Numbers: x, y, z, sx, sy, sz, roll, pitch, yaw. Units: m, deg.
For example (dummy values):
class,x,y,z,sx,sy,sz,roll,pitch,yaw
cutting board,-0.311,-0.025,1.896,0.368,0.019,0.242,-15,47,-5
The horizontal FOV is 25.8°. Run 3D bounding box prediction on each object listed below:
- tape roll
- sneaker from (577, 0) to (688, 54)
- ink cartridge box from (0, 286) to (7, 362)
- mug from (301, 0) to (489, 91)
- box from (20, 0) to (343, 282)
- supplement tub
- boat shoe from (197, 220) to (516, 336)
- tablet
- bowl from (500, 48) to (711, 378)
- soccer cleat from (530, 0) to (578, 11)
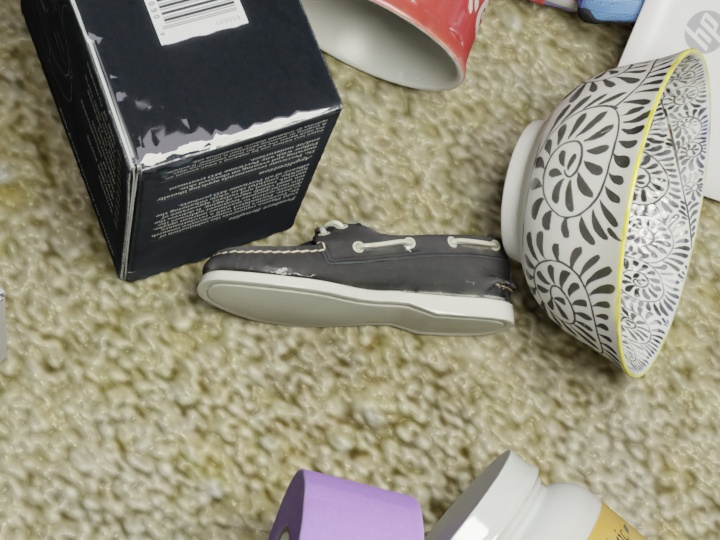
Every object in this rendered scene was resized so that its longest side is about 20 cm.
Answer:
class,x,y,z,sx,sy,sz,roll,pitch,yaw
tape roll,-0.026,0.209,0.821,0.065,0.200,0.201,16,71,-7
sneaker,0.230,-0.164,1.061,0.199,0.079,0.089,20,105,-18
ink cartridge box,-0.285,-0.020,0.868,0.085,0.146,0.200,-35,83,-20
mug,0.030,-0.241,0.975,0.177,0.133,0.201,34,77,-38
box,-0.113,-0.126,0.908,0.124,0.197,0.201,-18,77,-17
supplement tub,0.121,0.211,0.878,0.200,0.145,0.145,40,70,2
boat shoe,0.000,0.000,0.958,0.199,0.074,0.061,4,72,-13
tablet,0.239,-0.148,1.018,0.130,0.014,0.201,18,104,-14
bowl,0.144,-0.041,0.961,0.094,0.201,0.201,12,68,23
soccer cleat,0.125,-0.271,1.080,0.076,0.067,0.201,23,58,-40
